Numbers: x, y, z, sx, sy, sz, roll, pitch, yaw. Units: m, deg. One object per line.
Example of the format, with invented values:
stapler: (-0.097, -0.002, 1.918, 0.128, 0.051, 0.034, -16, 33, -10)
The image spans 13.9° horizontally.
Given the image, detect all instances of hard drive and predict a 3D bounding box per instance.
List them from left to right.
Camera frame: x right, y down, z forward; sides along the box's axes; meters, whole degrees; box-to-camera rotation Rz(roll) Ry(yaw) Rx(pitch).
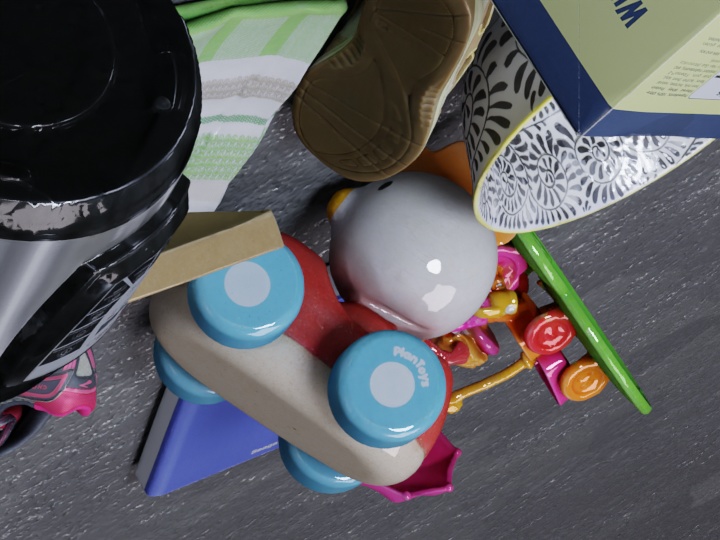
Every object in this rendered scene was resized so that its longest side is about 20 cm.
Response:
hard drive: (-0.063, 0.067, 1.837, 0.132, 0.025, 0.200, -21, 157, -25)

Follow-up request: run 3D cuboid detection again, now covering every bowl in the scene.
bowl: (0.125, -0.116, 1.576, 0.201, 0.094, 0.201, -26, 159, -11)

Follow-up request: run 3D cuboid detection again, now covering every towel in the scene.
towel: (-0.101, -0.066, 1.473, 0.149, 0.031, 0.200, -15, 154, -38)

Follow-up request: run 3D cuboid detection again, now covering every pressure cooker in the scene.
pressure cooker: (-0.171, -0.041, 1.237, 0.176, 0.179, 0.200, 6, 145, -23)

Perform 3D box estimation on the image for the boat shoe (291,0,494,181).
boat shoe: (0.025, -0.112, 1.482, 0.066, 0.074, 0.200, -52, -178, -32)

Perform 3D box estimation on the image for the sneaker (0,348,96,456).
sneaker: (-0.222, 0.075, 1.549, 0.200, 0.075, 0.081, -31, 164, 34)

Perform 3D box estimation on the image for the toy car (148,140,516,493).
toy car: (0.000, 0.000, 1.650, 0.200, 0.177, 0.184, -55, -179, -18)

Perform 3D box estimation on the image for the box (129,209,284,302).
box: (-0.156, 0.011, 1.401, 0.200, 0.021, 0.163, -20, -171, -24)

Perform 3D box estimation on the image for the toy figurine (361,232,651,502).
toy figurine: (0.055, 0.062, 1.829, 0.184, 0.150, 0.200, -34, 137, 4)

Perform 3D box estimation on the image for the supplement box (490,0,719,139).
supplement box: (0.146, -0.192, 1.274, 0.200, 0.200, 0.134, -42, 158, 29)
